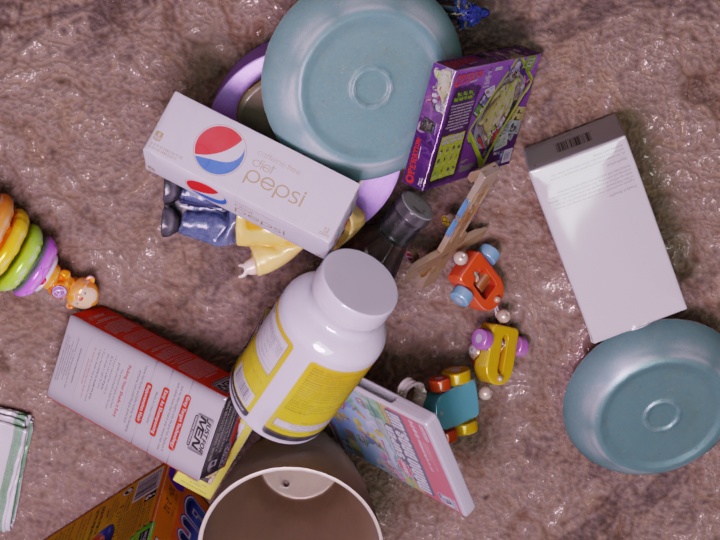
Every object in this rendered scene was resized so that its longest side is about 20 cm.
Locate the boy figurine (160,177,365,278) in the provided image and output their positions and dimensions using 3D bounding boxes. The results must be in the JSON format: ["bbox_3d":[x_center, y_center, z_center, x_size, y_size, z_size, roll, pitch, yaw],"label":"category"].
[{"bbox_3d":[-0.095,-0.050,1.597,0.199,0.064,0.125,9,101,0],"label":"boy figurine"}]

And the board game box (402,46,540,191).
[{"bbox_3d":[0.110,-0.149,1.562,0.032,0.200,0.121,28,113,22],"label":"board game box"}]

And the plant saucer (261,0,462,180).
[{"bbox_3d":[0.007,-0.175,1.518,0.199,0.036,0.201,-6,112,-14],"label":"plant saucer"}]

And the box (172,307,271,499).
[{"bbox_3d":[-0.130,0.143,1.733,0.050,0.075,0.201,28,109,-7],"label":"box"}]

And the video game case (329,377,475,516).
[{"bbox_3d":[0.025,0.166,1.671,0.017,0.199,0.143,-42,131,-23],"label":"video game case"}]

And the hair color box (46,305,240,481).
[{"bbox_3d":[-0.222,0.126,1.690,0.199,0.061,0.102,27,109,19],"label":"hair color box"}]

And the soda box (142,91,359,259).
[{"bbox_3d":[-0.104,-0.089,1.535,0.199,0.064,0.068,27,75,3],"label":"soda box"}]

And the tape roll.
[{"bbox_3d":[-0.056,-0.133,1.634,0.199,0.066,0.201,0,110,1],"label":"tape roll"}]

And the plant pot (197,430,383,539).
[{"bbox_3d":[-0.069,0.246,1.702,0.186,0.200,0.189,0,110,0],"label":"plant pot"}]

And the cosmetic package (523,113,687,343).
[{"bbox_3d":[0.249,-0.042,1.654,0.107,0.085,0.201,-19,110,8],"label":"cosmetic package"}]

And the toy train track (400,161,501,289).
[{"bbox_3d":[0.090,-0.050,1.634,0.033,0.114,0.200,51,146,17],"label":"toy train track"}]

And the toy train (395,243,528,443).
[{"bbox_3d":[0.098,0.078,1.692,0.150,0.055,0.201,45,67,-34],"label":"toy train"}]

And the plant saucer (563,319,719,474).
[{"bbox_3d":[0.317,0.145,1.722,0.198,0.036,0.201,-4,122,-6],"label":"plant saucer"}]

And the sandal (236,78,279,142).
[{"bbox_3d":[-0.021,-0.141,1.567,0.199,0.054,0.081,14,110,-5],"label":"sandal"}]

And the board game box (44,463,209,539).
[{"bbox_3d":[-0.236,0.371,1.749,0.199,0.200,0.200,-32,107,12],"label":"board game box"}]

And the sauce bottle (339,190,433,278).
[{"bbox_3d":[0.000,0.000,1.661,0.066,0.066,0.200,34,123,-11],"label":"sauce bottle"}]

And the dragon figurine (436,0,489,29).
[{"bbox_3d":[0.022,-0.253,1.556,0.199,0.099,0.059,-11,108,-16],"label":"dragon figurine"}]

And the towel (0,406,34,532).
[{"bbox_3d":[-0.469,0.205,1.781,0.199,0.031,0.150,14,109,-4],"label":"towel"}]

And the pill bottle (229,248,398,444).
[{"bbox_3d":[-0.043,0.072,1.573,0.112,0.112,0.200,28,132,-9],"label":"pill bottle"}]

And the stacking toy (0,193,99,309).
[{"bbox_3d":[-0.355,-0.014,1.672,0.199,0.110,0.116,34,105,-23],"label":"stacking toy"}]
